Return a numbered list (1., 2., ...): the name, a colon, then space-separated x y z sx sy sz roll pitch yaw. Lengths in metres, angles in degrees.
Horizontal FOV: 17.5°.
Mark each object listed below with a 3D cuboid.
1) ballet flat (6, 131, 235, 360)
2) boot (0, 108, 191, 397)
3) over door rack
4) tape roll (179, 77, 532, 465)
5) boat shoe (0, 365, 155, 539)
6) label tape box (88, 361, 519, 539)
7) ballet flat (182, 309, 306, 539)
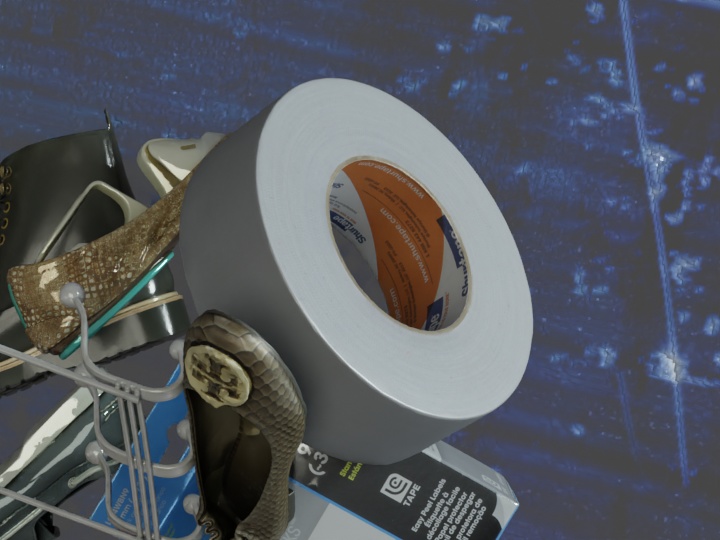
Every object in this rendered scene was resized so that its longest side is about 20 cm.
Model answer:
1. ballet flat: -0.115 -0.034 1.299 0.200 0.070 0.065 -41 93 -26
2. boot: -0.212 0.001 1.355 0.199 0.077 0.139 -18 86 -5
3. over door rack: -0.180 0.072 1.249 0.199 0.067 0.148 9 139 9
4. tape roll: 0.000 0.000 1.251 0.066 0.200 0.201 -32 88 36
5. boat shoe: -0.198 0.145 1.355 0.062 0.073 0.200 43 97 -5
6. label tape box: -0.033 0.137 1.312 0.199 0.066 0.144 29 97 -11
7. ballet flat: -0.065 0.090 1.187 0.067 0.200 0.046 34 62 20
